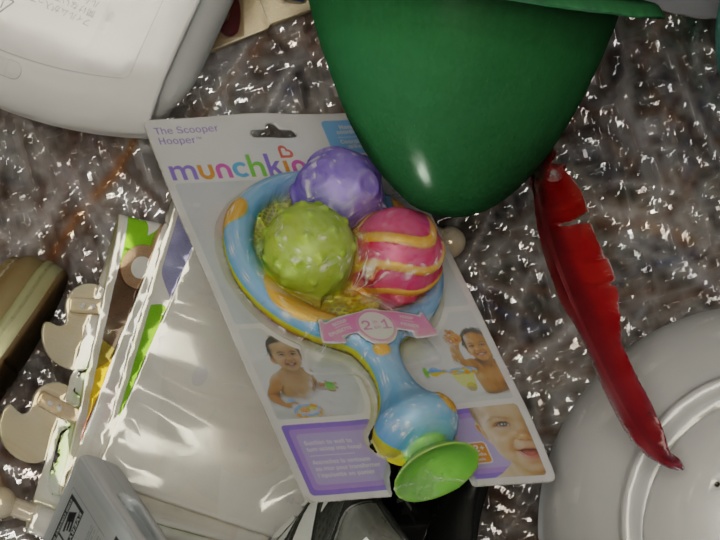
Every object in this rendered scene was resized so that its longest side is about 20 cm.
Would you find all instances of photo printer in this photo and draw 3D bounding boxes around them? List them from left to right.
[{"bbox_3d":[-0.121,-0.164,1.281,0.166,0.069,0.201,23,86,4],"label":"photo printer"}]

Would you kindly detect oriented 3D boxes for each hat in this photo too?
[{"bbox_3d":[0.035,-0.030,1.219,0.165,0.200,0.177,5,97,-10],"label":"hat"}]

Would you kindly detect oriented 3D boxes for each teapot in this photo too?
[{"bbox_3d":[0.163,0.098,1.205,0.197,0.146,0.200,-40,82,-2],"label":"teapot"}]

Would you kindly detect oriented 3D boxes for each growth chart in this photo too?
[{"bbox_3d":[-0.061,0.039,1.272,0.144,0.018,0.200,28,86,-9],"label":"growth chart"}]

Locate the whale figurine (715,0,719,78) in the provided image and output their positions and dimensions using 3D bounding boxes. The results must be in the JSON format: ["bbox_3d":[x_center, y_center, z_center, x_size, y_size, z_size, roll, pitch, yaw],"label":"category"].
[{"bbox_3d":[0.212,-0.105,1.177,0.103,0.200,0.160,14,73,-20],"label":"whale figurine"}]

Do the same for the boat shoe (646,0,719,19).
[{"bbox_3d":[0.079,-0.166,1.282,0.199,0.069,0.057,21,55,1],"label":"boat shoe"}]

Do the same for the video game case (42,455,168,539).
[{"bbox_3d":[-0.121,0.192,1.181,0.023,0.182,0.201,21,98,-22],"label":"video game case"}]

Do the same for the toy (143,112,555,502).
[{"bbox_3d":[0.000,0.000,1.211,0.115,0.047,0.200,-3,54,-29],"label":"toy"}]

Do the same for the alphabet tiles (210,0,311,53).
[{"bbox_3d":[-0.038,-0.195,1.319,0.199,0.006,0.167,-22,83,1],"label":"alphabet tiles"}]

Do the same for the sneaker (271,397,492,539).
[{"bbox_3d":[-0.003,0.126,1.232,0.066,0.090,0.200,32,85,-14],"label":"sneaker"}]

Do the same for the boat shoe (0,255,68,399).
[{"bbox_3d":[-0.204,0.062,1.266,0.063,0.073,0.200,43,88,4],"label":"boat shoe"}]
